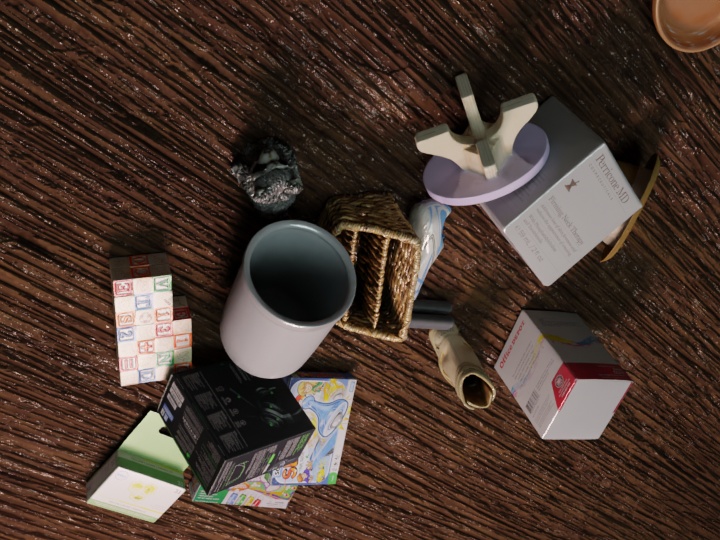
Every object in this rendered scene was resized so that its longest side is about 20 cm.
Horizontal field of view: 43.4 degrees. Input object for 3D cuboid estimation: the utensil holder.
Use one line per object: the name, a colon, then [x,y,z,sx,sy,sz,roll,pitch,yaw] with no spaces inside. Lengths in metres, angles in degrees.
utensil holder: [-0.116,0.051,1.347,0.166,0.173,0.201,0,151,-23]

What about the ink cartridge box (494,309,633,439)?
ink cartridge box: [0.372,0.191,1.683,0.142,0.201,0.147,5,124,-29]

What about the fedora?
fedora: [0.432,-0.118,1.533,0.081,0.201,0.203,27,118,7]

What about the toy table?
toy table: [0.178,-0.188,1.344,0.197,0.186,0.118,-28,144,3]

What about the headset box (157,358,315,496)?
headset box: [-0.193,0.236,1.451,0.198,0.175,0.094,-12,143,-44]

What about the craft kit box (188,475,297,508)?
craft kit box: [-0.189,0.347,1.659,0.197,0.049,0.200,12,116,-30]

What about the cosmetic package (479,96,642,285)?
cosmetic package: [0.300,-0.126,1.439,0.199,0.167,0.167,-40,130,8]

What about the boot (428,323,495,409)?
boot: [0.198,0.199,1.641,0.072,0.156,0.202,-27,131,-1]

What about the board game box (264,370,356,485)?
board game box: [-0.089,0.281,1.611,0.133,0.034,0.204,5,102,-29]

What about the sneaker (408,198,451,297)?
sneaker: [0.102,-0.026,1.492,0.071,0.072,0.203,-6,130,-28]

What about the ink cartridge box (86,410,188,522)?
ink cartridge box: [-0.363,0.345,1.573,0.144,0.048,0.200,29,115,-36]

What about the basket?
basket: [0.000,0.000,1.414,0.140,0.150,0.203,-5,127,-19]

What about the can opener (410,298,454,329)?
can opener: [0.067,0.079,1.577,0.196,0.054,0.067,6,155,-27]

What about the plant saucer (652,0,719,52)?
plant saucer: [0.532,-0.439,1.393,0.196,0.038,0.203,-11,128,-14]

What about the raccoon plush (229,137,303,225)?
raccoon plush: [-0.108,-0.098,1.302,0.096,0.135,0.201,-31,131,0]

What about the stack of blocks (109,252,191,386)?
stack of blocks: [-0.320,0.075,1.389,0.113,0.059,0.203,-7,127,-18]
